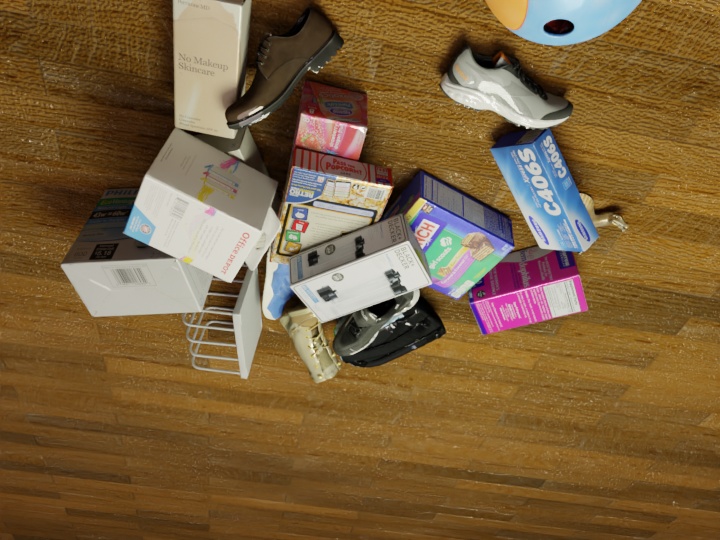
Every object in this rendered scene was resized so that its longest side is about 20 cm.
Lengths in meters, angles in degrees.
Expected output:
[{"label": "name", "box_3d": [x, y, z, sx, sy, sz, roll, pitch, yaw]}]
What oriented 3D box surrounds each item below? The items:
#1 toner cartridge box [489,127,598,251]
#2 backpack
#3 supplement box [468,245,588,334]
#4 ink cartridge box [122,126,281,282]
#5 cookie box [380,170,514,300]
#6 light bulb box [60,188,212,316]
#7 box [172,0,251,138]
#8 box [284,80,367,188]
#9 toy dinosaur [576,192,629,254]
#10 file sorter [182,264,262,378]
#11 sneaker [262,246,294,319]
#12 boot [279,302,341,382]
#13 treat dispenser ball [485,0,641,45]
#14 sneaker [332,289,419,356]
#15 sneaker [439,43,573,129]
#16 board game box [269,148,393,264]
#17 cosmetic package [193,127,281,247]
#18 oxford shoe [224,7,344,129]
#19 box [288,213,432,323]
[{"label": "toner cartridge box", "box_3d": [0.288, -0.122, 0.930, 0.201, 0.043, 0.095, 56, 160, -22]}, {"label": "backpack", "box_3d": [0.043, 0.117, 1.183, 0.200, 0.154, 0.163, -41, 145, 11]}, {"label": "supplement box", "box_3d": [0.307, 0.032, 1.109, 0.198, 0.102, 0.104, -16, 132, 17]}, {"label": "ink cartridge box", "box_3d": [-0.225, -0.090, 0.894, 0.199, 0.126, 0.129, 27, 132, -17]}, {"label": "cookie box", "box_3d": [0.140, -0.055, 1.050, 0.199, 0.076, 0.171, 24, 133, -18]}, {"label": "light bulb box", "box_3d": [-0.355, -0.038, 1.009, 0.196, 0.201, 0.125, -3, 134, 6]}, {"label": "box", "box_3d": [-0.207, -0.296, 0.828, 0.094, 0.078, 0.201, 9, 135, -6]}, {"label": "box", "box_3d": [-0.060, -0.176, 0.926, 0.102, 0.095, 0.201, 11, 135, -10]}, {"label": "toy dinosaur", "box_3d": [0.356, -0.091, 1.031, 0.198, 0.058, 0.102, 15, 118, -6]}, {"label": "file sorter", "box_3d": [-0.275, 0.094, 1.182, 0.123, 0.139, 0.201, 7, 135, 1]}, {"label": "sneaker", "box_3d": [-0.125, 0.030, 1.149, 0.110, 0.077, 0.201, 14, 128, 2]}, {"label": "boot", "box_3d": [-0.086, 0.137, 1.157, 0.072, 0.156, 0.200, -26, 177, -27]}, {"label": "treat dispenser ball", "box_3d": [0.228, -0.357, 0.655, 0.199, 0.202, 0.202, 2, 135, 2]}, {"label": "sneaker", "box_3d": [0.013, 0.082, 1.064, 0.200, 0.067, 0.090, -41, 159, 17]}, {"label": "sneaker", "box_3d": [0.217, -0.260, 0.846, 0.198, 0.074, 0.080, 14, 129, -11]}, {"label": "board game box", "box_3d": [-0.051, -0.082, 0.920, 0.150, 0.047, 0.201, 10, 136, -13]}, {"label": "cosmetic package", "box_3d": [-0.204, -0.132, 0.996, 0.103, 0.073, 0.201, -7, 134, 12]}, {"label": "oxford shoe", "box_3d": [-0.122, -0.278, 0.813, 0.200, 0.073, 0.084, -46, 124, -1]}, {"label": "box", "box_3d": [0.000, 0.000, 0.933, 0.198, 0.060, 0.117, -20, 138, 13]}]
